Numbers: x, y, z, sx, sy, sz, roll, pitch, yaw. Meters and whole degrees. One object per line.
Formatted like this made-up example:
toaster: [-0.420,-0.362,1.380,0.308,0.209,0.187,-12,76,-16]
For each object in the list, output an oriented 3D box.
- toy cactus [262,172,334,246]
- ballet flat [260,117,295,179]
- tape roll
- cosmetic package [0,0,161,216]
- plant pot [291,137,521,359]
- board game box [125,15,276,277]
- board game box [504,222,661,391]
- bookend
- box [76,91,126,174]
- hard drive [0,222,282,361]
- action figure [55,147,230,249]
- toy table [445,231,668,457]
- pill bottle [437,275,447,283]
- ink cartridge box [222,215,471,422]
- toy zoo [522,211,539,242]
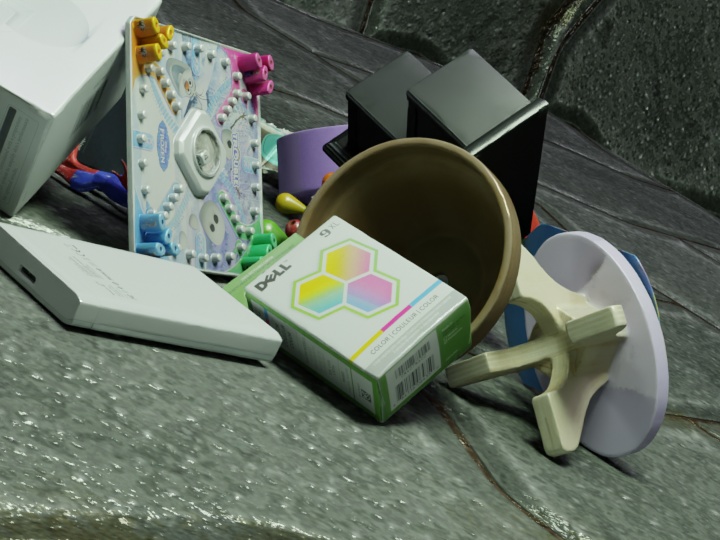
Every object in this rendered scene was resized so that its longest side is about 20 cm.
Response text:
toy cactus: [0.000,0.000,1.824,0.200,0.102,0.165,30,17,-39]
ballet flat: [-0.123,-0.136,2.223,0.200,0.072,0.072,25,11,-18]
tape roll: [0.012,-0.112,2.127,0.200,0.066,0.200,-3,-3,0]
cosmetic package: [-0.304,-0.183,1.631,0.200,0.123,0.199,32,41,1]
plant pot: [0.049,-0.001,1.670,0.201,0.201,0.093,33,-2,31]
board game box: [-0.128,-0.099,1.681,0.026,0.200,0.200,-5,-7,28]
board game box: [0.211,0.044,1.819,0.039,0.158,0.200,-9,20,-38]
bookend: [0.062,-0.126,1.798,0.199,0.092,0.200,46,-23,24]
box: [-0.263,-0.180,1.942,0.200,0.118,0.197,22,12,-26]
hard drive: [-0.170,0.017,1.502,0.200,0.027,0.132,13,17,-46]
action figure: [-0.194,-0.064,1.763,0.200,0.052,0.065,34,11,21]
toy table: [0.177,0.065,1.720,0.117,0.184,0.200,-4,64,-50]
pill bottle: [0.098,-0.031,2.079,0.112,0.113,0.200,32,13,26]
ink cartridge box: [-0.020,0.024,1.584,0.200,0.104,0.059,33,-31,31]
toy zoo: [0.122,-0.092,1.921,0.200,0.020,0.131,64,-10,-25]
